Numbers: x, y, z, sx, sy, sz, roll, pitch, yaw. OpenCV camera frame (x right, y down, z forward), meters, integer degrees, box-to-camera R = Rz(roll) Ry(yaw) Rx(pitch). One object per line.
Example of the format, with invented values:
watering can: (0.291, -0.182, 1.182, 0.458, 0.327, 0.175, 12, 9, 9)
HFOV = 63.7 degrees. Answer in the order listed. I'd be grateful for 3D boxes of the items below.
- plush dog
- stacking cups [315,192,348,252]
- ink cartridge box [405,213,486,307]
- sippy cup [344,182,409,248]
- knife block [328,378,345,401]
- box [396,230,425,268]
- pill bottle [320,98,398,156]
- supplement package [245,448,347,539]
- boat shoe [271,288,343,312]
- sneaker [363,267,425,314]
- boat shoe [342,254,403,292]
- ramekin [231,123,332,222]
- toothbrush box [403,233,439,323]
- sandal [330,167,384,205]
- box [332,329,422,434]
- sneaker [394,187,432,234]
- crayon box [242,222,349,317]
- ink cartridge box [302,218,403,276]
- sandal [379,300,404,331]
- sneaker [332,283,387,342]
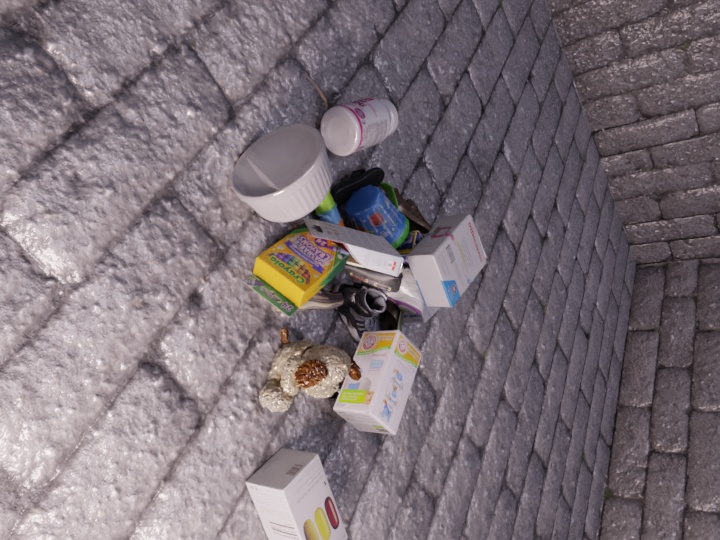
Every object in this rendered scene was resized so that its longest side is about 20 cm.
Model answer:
plush dog: (-0.093, 0.192, 1.167, 0.199, 0.170, 0.163, -3, 87, -51)
stacking cups: (-0.068, -0.128, 1.333, 0.061, 0.060, 0.201, -54, 127, -40)
ink cartridge box: (0.214, -0.027, 1.408, 0.200, 0.084, 0.146, -43, 119, -38)
sippy cup: (0.031, -0.127, 1.387, 0.131, 0.138, 0.179, 54, 15, -40)
knife block: (-0.002, 0.245, 1.361, 0.200, 0.063, 0.177, -47, 121, -43)
box: (0.167, -0.025, 1.471, 0.199, 0.069, 0.065, 36, 60, -41)
pill bottle: (0.003, -0.355, 1.409, 0.199, 0.112, 0.115, -33, 111, -49)
supplement package: (-0.122, 0.473, 1.143, 0.113, 0.109, 0.202, -35, 112, -47)
boat shoe: (-0.108, 0.049, 1.248, 0.199, 0.074, 0.074, 0, 85, -53)
sneaker: (0.080, 0.025, 1.428, 0.199, 0.075, 0.100, 31, 72, 0)
boat shoe: (-0.001, 0.001, 1.305, 0.074, 0.199, 0.064, -35, 137, -63)
ramekin: (-0.147, -0.185, 1.142, 0.095, 0.200, 0.204, 59, 44, -46)
toothbrush box: (0.149, 0.021, 1.563, 0.145, 0.085, 0.202, -36, 112, -45)
sandal: (-0.013, -0.215, 1.411, 0.048, 0.076, 0.199, 42, 43, 21)
box: (0.041, 0.242, 1.276, 0.101, 0.112, 0.202, 46, 54, -33)
sneaker: (0.145, -0.155, 1.596, 0.199, 0.070, 0.076, 33, 59, -45)
crayon box: (-0.128, -0.008, 1.190, 0.125, 0.052, 0.200, 35, 44, 12)
ink cartridge box: (-0.023, -0.051, 1.230, 0.197, 0.162, 0.051, 11, 106, -17)
sandal: (0.071, 0.100, 1.468, 0.057, 0.079, 0.204, 8, 79, -36)
sneaker: (0.021, 0.108, 1.369, 0.201, 0.113, 0.076, 55, 47, -31)
